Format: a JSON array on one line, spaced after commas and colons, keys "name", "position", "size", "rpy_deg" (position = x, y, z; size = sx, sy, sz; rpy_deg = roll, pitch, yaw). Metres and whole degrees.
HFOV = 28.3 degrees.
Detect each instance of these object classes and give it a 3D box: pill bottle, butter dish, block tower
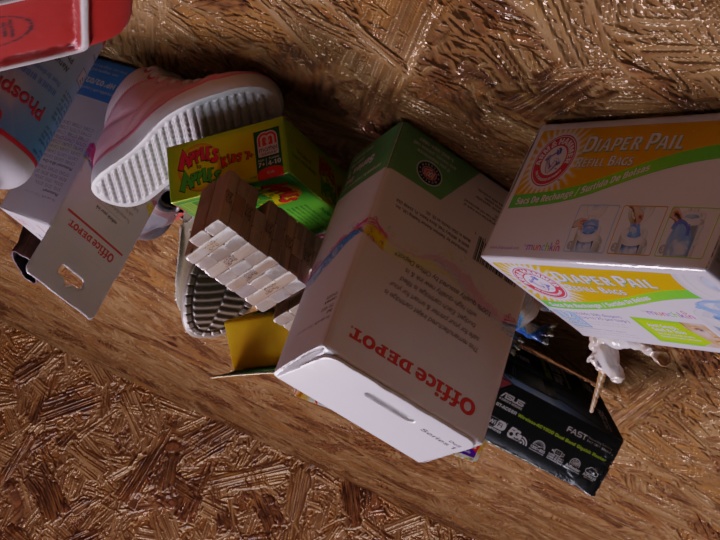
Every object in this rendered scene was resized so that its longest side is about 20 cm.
[{"name": "pill bottle", "position": [-0.288, -0.138, 1.129], "size": [0.108, 0.202, 0.109], "rpy_deg": [24, 166, 6]}, {"name": "butter dish", "position": [-0.258, -0.219, 0.938], "size": [0.197, 0.150, 0.200], "rpy_deg": [-16, 173, -13]}, {"name": "block tower", "position": [-0.047, 0.007, 1.094], "size": [0.054, 0.058, 0.199], "rpy_deg": [-29, 125, 35]}]

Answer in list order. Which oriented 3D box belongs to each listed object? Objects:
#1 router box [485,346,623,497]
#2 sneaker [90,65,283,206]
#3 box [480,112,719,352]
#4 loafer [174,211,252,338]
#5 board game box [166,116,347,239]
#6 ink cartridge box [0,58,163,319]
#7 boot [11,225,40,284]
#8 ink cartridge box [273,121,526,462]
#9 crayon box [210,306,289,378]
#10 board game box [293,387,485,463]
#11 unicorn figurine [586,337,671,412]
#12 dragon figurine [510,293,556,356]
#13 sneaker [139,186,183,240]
[{"name": "router box", "position": [0.163, 0.129, 1.377], "size": [0.148, 0.063, 0.200], "rpy_deg": [28, -170, -4]}, {"name": "sneaker", "position": [-0.143, -0.136, 1.162], "size": [0.199, 0.106, 0.075], "rpy_deg": [-25, 138, 34]}, {"name": "box", "position": [0.186, -0.022, 0.870], "size": [0.112, 0.102, 0.199], "rpy_deg": [34, 164, -29]}, {"name": "loafer", "position": [-0.127, -0.036, 1.294], "size": [0.075, 0.203, 0.068], "rpy_deg": [4, -158, -23]}, {"name": "board game box", "position": [-0.068, -0.059, 1.164], "size": [0.100, 0.048, 0.200], "rpy_deg": [-13, 162, 17]}, {"name": "ink cartridge box", "position": [-0.242, -0.073, 1.273], "size": [0.067, 0.202, 0.115], "rpy_deg": [18, 164, 30]}, {"name": "boot", "position": [-0.317, -0.064, 1.511], "size": [0.072, 0.168, 0.200], "rpy_deg": [27, 166, -1]}, {"name": "ink cartridge box", "position": [0.039, 0.018, 1.054], "size": [0.144, 0.202, 0.084], "rpy_deg": [32, 149, -20]}, {"name": "crayon box", "position": [-0.031, 0.050, 1.279], "size": [0.126, 0.052, 0.199], "rpy_deg": [-7, -174, 34]}, {"name": "board game box", "position": [0.023, 0.112, 1.436], "size": [0.198, 0.047, 0.152], "rpy_deg": [21, -166, -15]}, {"name": "unicorn figurine", "position": [0.198, 0.040, 1.159], "size": [0.200, 0.074, 0.137], "rpy_deg": [50, 167, -24]}, {"name": "dragon figurine", "position": [0.114, 0.025, 1.256], "size": [0.099, 0.059, 0.200], "rpy_deg": [31, 165, -15]}, {"name": "sneaker", "position": [-0.206, -0.069, 1.492], "size": [0.081, 0.078, 0.200], "rpy_deg": [19, 166, 4]}]
